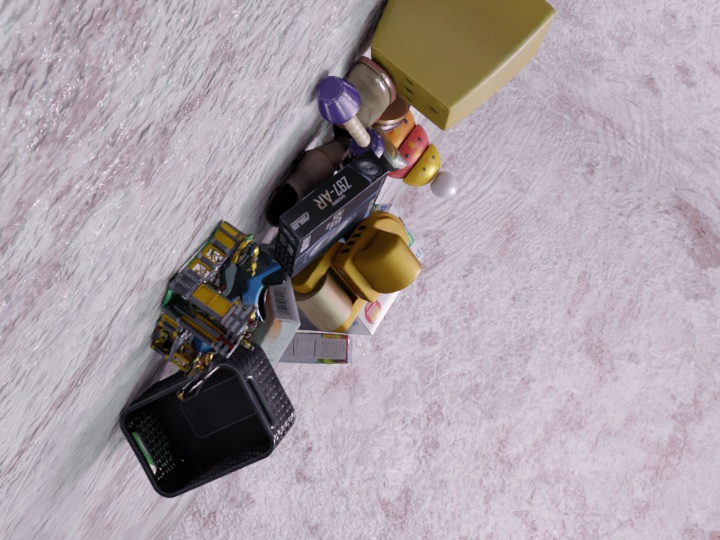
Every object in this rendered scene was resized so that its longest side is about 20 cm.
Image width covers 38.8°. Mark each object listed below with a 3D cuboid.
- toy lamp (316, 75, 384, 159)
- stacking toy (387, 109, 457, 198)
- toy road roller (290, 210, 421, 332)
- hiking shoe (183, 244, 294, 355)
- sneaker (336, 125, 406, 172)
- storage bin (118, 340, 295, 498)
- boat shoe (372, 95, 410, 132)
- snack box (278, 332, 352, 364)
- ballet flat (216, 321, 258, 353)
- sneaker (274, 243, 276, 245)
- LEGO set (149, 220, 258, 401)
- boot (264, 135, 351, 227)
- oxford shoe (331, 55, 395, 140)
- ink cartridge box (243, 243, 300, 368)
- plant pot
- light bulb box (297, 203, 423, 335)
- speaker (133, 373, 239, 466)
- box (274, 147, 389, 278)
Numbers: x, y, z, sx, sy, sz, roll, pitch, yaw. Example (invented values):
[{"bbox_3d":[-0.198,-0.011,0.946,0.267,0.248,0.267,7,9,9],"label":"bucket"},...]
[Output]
[{"bbox_3d":[-0.014,-0.199,1.341,0.059,0.058,0.200,-56,163,-4],"label":"toy lamp"},{"bbox_3d":[0.099,-0.206,1.872,0.147,0.199,0.146,-53,-176,6],"label":"stacking toy"},{"bbox_3d":[0.000,0.000,1.559,0.145,0.123,0.201,18,-114,48],"label":"toy road roller"},{"bbox_3d":[-0.176,0.060,1.413,0.202,0.086,0.074,-58,176,18],"label":"hiking shoe"},{"bbox_3d":[0.005,-0.169,1.539,0.087,0.076,0.200,-38,-160,-4],"label":"sneaker"},{"bbox_3d":[-0.202,0.198,1.364,0.198,0.137,0.094,-25,-172,21],"label":"storage bin"},{"bbox_3d":[0.044,-0.262,1.708,0.071,0.070,0.200,-63,174,32],"label":"boat shoe"},{"bbox_3d":[-0.086,0.135,1.773,0.200,0.139,0.054,71,22,-85],"label":"snack box"},{"bbox_3d":[-0.188,0.074,1.492,0.202,0.072,0.068,-58,173,19],"label":"ballet flat"},{"bbox_3d":[-0.120,-0.009,1.671,0.202,0.080,0.070,-55,178,-10],"label":"sneaker"},{"bbox_3d":[-0.166,0.054,1.238,0.201,0.115,0.154,-59,176,39],"label":"LEGO set"},{"bbox_3d":[-0.084,-0.108,1.461,0.146,0.070,0.201,-46,170,-38],"label":"boot"},{"bbox_3d":[-0.001,-0.228,1.421,0.075,0.070,0.200,-50,174,-15],"label":"oxford shoe"},{"bbox_3d":[-0.163,0.085,1.560,0.201,0.049,0.164,-55,-146,33],"label":"ink cartridge box"},{"bbox_3d":[0.116,-0.308,1.364,0.177,0.199,0.200,-50,176,-3],"label":"plant pot"},{"bbox_3d":[-0.032,-0.004,1.776,0.198,0.125,0.199,0,-134,44],"label":"light bulb box"},{"bbox_3d":[-0.235,0.200,1.468,0.199,0.089,0.088,-38,-177,21],"label":"speaker"},{"bbox_3d":[-0.045,-0.077,1.433,0.160,0.044,0.200,-39,173,-15],"label":"box"}]
